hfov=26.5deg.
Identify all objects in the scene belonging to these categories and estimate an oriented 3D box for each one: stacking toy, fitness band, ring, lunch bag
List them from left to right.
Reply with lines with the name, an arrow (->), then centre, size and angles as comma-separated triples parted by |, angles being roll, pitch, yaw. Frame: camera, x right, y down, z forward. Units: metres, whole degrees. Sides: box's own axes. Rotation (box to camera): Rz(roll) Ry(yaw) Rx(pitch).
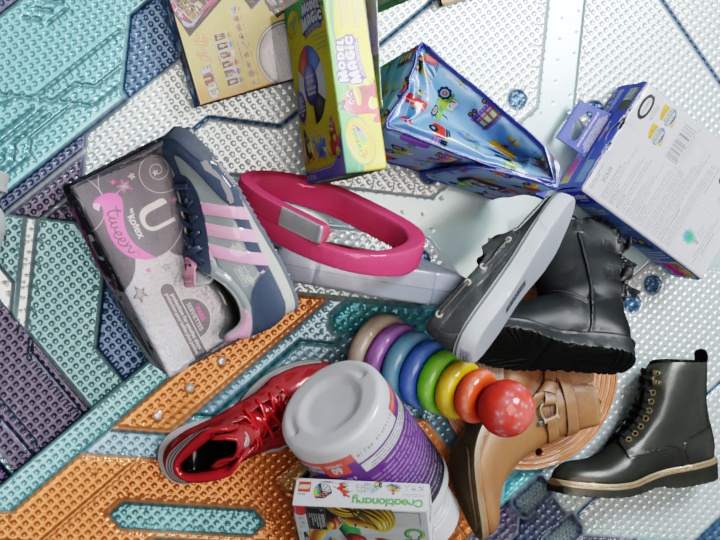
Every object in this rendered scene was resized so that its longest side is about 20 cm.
fitness band -> -0.030, -0.046, 1.446 | 0.143, 0.200, 0.038 | -3, 116, -49
stacking toy -> 0.084, 0.110, 1.475 | 0.085, 0.199, 0.086 | -25, 125, -42
lunch bag -> 0.100, -0.125, 1.495 | 0.199, 0.150, 0.095 | 26, 79, -15
ring -> 0.174, 0.107, 1.593 | 0.199, 0.019, 0.202 | 0, 91, -14

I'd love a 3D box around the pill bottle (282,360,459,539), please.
pill bottle -> 0.018, 0.189, 1.480 | 0.111, 0.111, 0.200 | -44, 128, -10

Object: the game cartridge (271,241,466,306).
game cartridge -> 0.000, 0.000, 1.484 | 0.199, 0.133, 0.041 | 9, 99, -15

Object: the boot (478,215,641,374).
boot -> 0.187, 0.017, 1.532 | 0.197, 0.074, 0.163 | 7, 55, -11

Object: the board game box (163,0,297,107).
board game box -> -0.125, -0.274, 1.492 | 0.135, 0.035, 0.201 | -17, 96, -14

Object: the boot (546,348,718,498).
boot -> 0.281, 0.160, 1.596 | 0.199, 0.077, 0.139 | -6, 95, -28

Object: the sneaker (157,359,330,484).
sneaker -> -0.095, 0.155, 1.472 | 0.199, 0.115, 0.079 | -32, 99, -12

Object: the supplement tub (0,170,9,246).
supplement tub -> -0.400, -0.005, 1.373 | 0.140, 0.140, 0.201 | 15, 88, -15

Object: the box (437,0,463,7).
box -> 0.150, -0.376, 1.569 | 0.199, 0.021, 0.164 | -19, 96, -14

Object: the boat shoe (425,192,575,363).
boat shoe -> 0.134, -0.003, 1.444 | 0.056, 0.069, 0.200 | 29, 67, 19

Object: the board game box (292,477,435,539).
board game box -> 0.009, 0.271, 1.462 | 0.125, 0.201, 0.035 | 1, 47, 9

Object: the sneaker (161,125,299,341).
sneaker -> -0.134, -0.029, 1.360 | 0.082, 0.070, 0.201 | -35, 101, -19

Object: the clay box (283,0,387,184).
clay box -> -0.027, -0.187, 1.441 | 0.047, 0.115, 0.201 | -9, 91, -21

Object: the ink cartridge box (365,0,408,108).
ink cartridge box -> 0.011, -0.254, 1.472 | 0.048, 0.145, 0.201 | -7, 94, -16

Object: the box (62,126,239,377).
box -> -0.179, -0.018, 1.445 | 0.132, 0.115, 0.201 | -28, 98, -13

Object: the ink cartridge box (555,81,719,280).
ink cartridge box -> 0.300, -0.102, 1.590 | 0.200, 0.076, 0.137 | 35, 82, -15

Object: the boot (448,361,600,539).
boot -> 0.168, 0.167, 1.554 | 0.154, 0.077, 0.201 | -5, 85, -18
